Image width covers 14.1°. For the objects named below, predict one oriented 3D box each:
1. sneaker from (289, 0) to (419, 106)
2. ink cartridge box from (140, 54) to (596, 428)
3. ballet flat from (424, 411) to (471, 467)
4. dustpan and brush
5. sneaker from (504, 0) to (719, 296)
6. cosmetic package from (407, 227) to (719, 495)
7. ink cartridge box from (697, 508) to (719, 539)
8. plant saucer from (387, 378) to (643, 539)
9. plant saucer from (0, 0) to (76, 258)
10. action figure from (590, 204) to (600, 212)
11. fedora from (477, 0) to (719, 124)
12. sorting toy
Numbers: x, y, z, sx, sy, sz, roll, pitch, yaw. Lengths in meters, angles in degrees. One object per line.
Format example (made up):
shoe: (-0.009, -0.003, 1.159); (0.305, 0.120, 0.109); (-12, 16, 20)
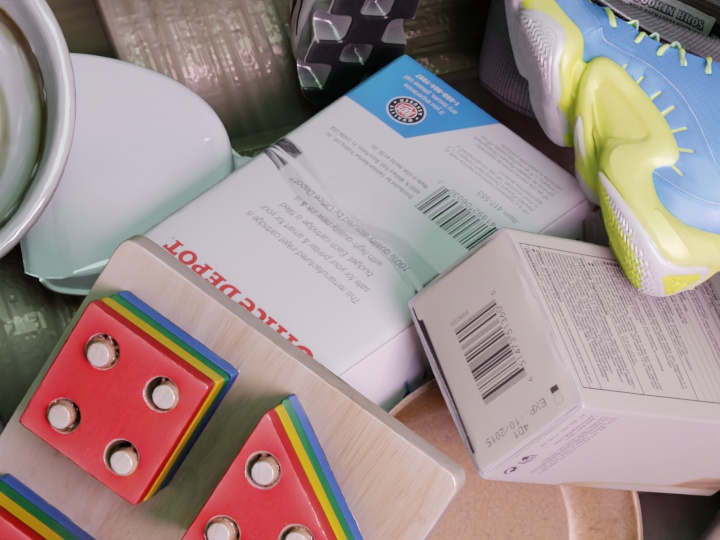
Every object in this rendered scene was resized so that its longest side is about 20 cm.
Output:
sneaker: (0.007, -0.188, 1.538); (0.074, 0.200, 0.089); (7, 44, -31)
ink cartridge box: (0.000, 0.000, 1.481); (0.200, 0.086, 0.146); (-36, 54, -22)
ballet flat: (0.072, 0.063, 1.521); (0.062, 0.067, 0.200); (43, 63, -9)
dustpan and brush: (-0.088, -0.053, 1.535); (0.199, 0.057, 0.140); (-7, 65, -12)
sneaker: (0.145, -0.085, 1.427); (0.105, 0.076, 0.201); (-21, 68, -5)
cosmetic package: (0.123, 0.048, 1.427); (0.200, 0.071, 0.106); (11, 49, -49)
ink cartridge box: (0.250, 0.152, 1.498); (0.128, 0.125, 0.200); (38, 63, 2)
plant saucer: (0.054, 0.145, 1.457); (0.199, 0.035, 0.201); (-3, 95, -34)
plant saucer: (-0.242, -0.078, 1.478); (0.199, 0.050, 0.201); (0, 78, 0)
action figure: (0.196, -0.026, 1.473); (0.200, 0.065, 0.099); (38, 87, 7)
fedora: (0.130, -0.118, 1.572); (0.199, 0.091, 0.177); (10, 21, -43)
sorting toy: (-0.088, 0.123, 1.366); (0.198, 0.070, 0.200); (36, 105, 8)
